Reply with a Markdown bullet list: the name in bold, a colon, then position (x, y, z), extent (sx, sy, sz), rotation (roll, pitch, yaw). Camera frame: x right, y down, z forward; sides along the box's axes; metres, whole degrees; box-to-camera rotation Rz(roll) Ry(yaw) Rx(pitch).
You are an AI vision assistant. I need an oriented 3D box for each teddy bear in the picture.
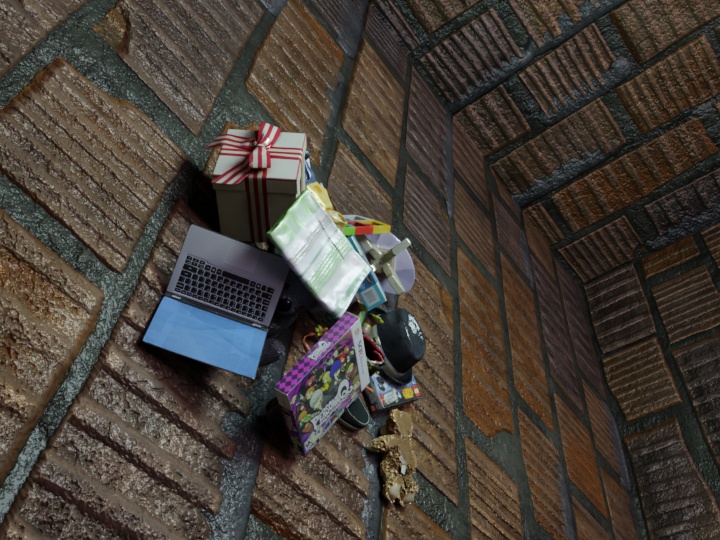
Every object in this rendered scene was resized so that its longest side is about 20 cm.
- **teddy bear**: position (0.074, 0.403, 1.489), extent (0.145, 0.067, 0.201), rotation (9, 62, -47)

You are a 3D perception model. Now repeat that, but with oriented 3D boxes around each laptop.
- **laptop**: position (-0.228, 0.046, 1.144), extent (0.186, 0.201, 0.116), rotation (20, -2, -10)

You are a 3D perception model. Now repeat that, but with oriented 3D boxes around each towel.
- **towel**: position (-0.068, -0.031, 1.234), extent (0.200, 0.031, 0.149), rotation (53, 42, -21)

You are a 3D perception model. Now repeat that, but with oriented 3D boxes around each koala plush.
- **koala plush**: position (-0.144, 0.042, 1.288), extent (0.178, 0.199, 0.184), rotation (53, 27, -13)

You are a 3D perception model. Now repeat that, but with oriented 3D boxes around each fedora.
- **fedora**: position (0.094, 0.161, 1.627), extent (0.201, 0.091, 0.201), rotation (43, 30, -32)

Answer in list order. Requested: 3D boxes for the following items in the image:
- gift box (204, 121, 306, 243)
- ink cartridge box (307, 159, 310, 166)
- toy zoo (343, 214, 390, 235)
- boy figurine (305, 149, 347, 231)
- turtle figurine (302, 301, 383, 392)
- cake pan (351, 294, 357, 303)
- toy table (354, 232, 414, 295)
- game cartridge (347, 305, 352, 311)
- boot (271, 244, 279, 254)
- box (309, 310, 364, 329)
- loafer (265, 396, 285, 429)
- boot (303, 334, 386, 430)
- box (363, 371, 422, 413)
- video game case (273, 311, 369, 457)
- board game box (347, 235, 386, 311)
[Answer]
- **gift box**: position (-0.207, -0.171, 1.369), extent (0.185, 0.199, 0.187), rotation (-94, -174, -47)
- **ink cartridge box**: position (-0.184, -0.214, 1.605), extent (0.146, 0.084, 0.201), rotation (31, 40, -46)
- **toy zoo**: position (-0.019, -0.113, 1.713), extent (0.199, 0.131, 0.021), rotation (-6, 109, -43)
- **boy figurine**: position (-0.100, -0.167, 1.544), extent (0.201, 0.064, 0.124), rotation (61, 19, 4)
- **turtle figurine**: position (-0.020, 0.159, 1.502), extent (0.200, 0.064, 0.162), rotation (39, 75, -14)
- **cake pan**: position (-0.059, -0.013, 1.381), extent (0.201, 0.037, 0.200), rotation (64, -3, 6)
- **toy table**: position (0.057, -0.022, 1.761), extent (0.200, 0.184, 0.117), rotation (41, 11, 1)
- **game cartridge**: position (-0.076, -0.012, 1.541), extent (0.176, 0.032, 0.201), rotation (35, 33, -52)
- **boot**: position (-0.178, -0.039, 1.475), extent (0.182, 0.072, 0.201), rotation (44, 37, -27)
- **box**: position (-0.058, 0.087, 1.573), extent (0.200, 0.048, 0.118), rotation (52, 27, -20)
- **loafer**: position (-0.115, 0.245, 1.300), extent (0.071, 0.073, 0.200), rotation (57, 20, 22)
- **boot**: position (-0.006, 0.227, 1.398), extent (0.204, 0.153, 0.074), rotation (54, 32, -16)
- **box**: position (0.063, 0.253, 1.629), extent (0.200, 0.040, 0.138), rotation (5, 58, -59)
- **video game case**: position (-0.061, 0.201, 1.225), extent (0.200, 0.036, 0.182), rotation (-44, 143, -34)
- **board game box**: position (0.000, 0.000, 1.515), extent (0.152, 0.047, 0.200), rotation (62, 3, -4)
